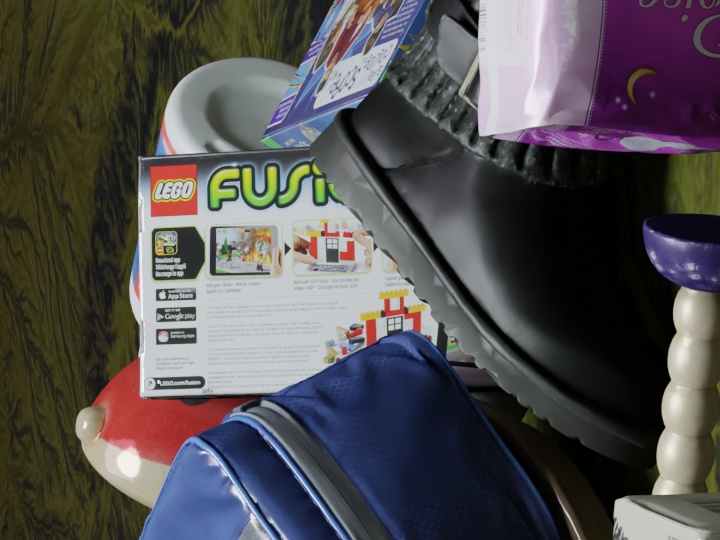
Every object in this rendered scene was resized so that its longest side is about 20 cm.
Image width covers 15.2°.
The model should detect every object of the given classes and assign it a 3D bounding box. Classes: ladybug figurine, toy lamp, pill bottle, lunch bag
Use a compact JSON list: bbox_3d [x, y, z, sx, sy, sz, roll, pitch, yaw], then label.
[{"bbox_3d":[-0.039,0.077,1.295,0.136,0.199,0.072,49,126,55],"label":"ladybug figurine"},{"bbox_3d":[0.119,0.081,1.012,0.058,0.058,0.201,-141,53,-68],"label":"toy lamp"},{"bbox_3d":[-0.071,-0.012,1.534,0.113,0.112,0.201,-107,24,-44],"label":"pill bottle"},{"bbox_3d":[-0.022,0.135,1.128,0.136,0.132,0.200,54,148,21],"label":"lunch bag"}]

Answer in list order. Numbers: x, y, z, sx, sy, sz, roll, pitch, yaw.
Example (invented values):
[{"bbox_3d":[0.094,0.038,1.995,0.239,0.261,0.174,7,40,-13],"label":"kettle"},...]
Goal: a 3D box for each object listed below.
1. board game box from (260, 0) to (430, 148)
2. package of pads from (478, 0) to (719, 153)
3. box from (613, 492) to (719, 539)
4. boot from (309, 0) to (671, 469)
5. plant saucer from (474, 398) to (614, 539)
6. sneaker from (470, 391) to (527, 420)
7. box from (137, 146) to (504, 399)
[{"bbox_3d":[0.021,-0.119,1.260,0.136,0.034,0.200,-62,13,-10],"label":"board game box"},{"bbox_3d":[0.104,-0.142,0.953,0.076,0.120,0.201,-171,82,-73],"label":"package of pads"},{"bbox_3d":[0.130,0.183,0.953,0.082,0.068,0.201,-167,78,-72],"label":"box"},{"bbox_3d":[0.087,-0.042,1.078,0.158,0.079,0.211,-48,70,19],"label":"boot"},{"bbox_3d":[0.068,0.150,1.156,0.200,0.029,0.201,38,134,54],"label":"plant saucer"},{"bbox_3d":[0.041,-0.018,1.237,0.100,0.078,0.201,115,150,-46],"label":"sneaker"},{"bbox_3d":[0.000,0.000,1.186,0.035,0.199,0.111,12,-103,-71],"label":"box"}]
